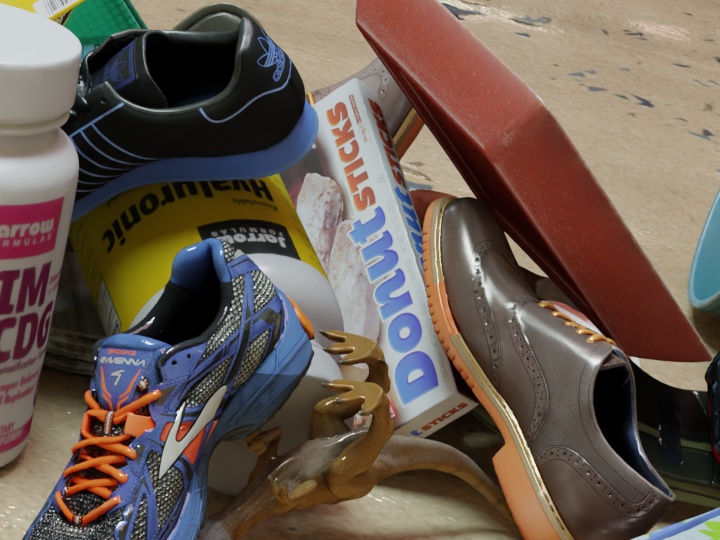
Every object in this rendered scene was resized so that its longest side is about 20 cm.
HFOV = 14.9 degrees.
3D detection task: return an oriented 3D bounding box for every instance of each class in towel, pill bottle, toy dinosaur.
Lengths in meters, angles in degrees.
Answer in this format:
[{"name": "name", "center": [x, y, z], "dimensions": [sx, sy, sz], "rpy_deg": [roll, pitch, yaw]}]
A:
[{"name": "towel", "center": [-0.188, 0.014, 1.431], "dimensions": [0.200, 0.024, 0.147], "rpy_deg": [10, 18, -14]}, {"name": "pill bottle", "center": [-0.072, 0.012, 1.340], "dimensions": [0.111, 0.111, 0.200], "rpy_deg": [2, 41, -28]}, {"name": "toy dinosaur", "center": [-0.003, 0.085, 1.259], "dimensions": [0.200, 0.106, 0.060], "rpy_deg": [-11, 39, -33]}, {"name": "pill bottle", "center": [-0.191, -0.017, 1.250], "dimensions": [0.113, 0.200, 0.113], "rpy_deg": [11, 20, -4]}]

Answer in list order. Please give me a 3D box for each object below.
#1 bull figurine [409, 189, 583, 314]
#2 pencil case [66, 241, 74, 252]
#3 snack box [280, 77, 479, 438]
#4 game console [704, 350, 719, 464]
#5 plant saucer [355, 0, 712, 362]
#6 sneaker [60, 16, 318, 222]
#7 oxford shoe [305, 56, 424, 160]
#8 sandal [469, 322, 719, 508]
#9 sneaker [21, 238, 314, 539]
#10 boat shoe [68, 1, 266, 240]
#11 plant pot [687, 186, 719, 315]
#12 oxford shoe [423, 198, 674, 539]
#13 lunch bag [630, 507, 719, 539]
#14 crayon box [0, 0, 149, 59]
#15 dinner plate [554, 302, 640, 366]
[{"name": "bull figurine", "center": [0.059, 0.008, 1.475], "dimensions": [0.121, 0.065, 0.200], "rpy_deg": [14, 22, -11]}, {"name": "pencil case", "center": [-0.228, -0.070, 1.543], "dimensions": [0.200, 0.083, 0.091], "rpy_deg": [15, 21, 6]}, {"name": "snack box", "center": [0.000, 0.000, 1.387], "dimensions": [0.024, 0.072, 0.200], "rpy_deg": [32, 33, -49]}, {"name": "game console", "center": [0.285, 0.069, 1.364], "dimensions": [0.200, 0.119, 0.172], "rpy_deg": [30, 20, -6]}, {"name": "plant saucer", "center": [0.077, -0.052, 1.377], "dimensions": [0.200, 0.037, 0.200], "rpy_deg": [52, -1, -39]}, {"name": "sneaker", "center": [-0.123, -0.074, 1.303], "dimensions": [0.200, 0.078, 0.070], "rpy_deg": [-13, 49, 14]}, {"name": "oxford shoe", "center": [-0.032, -0.068, 1.482], "dimensions": [0.073, 0.200, 0.071], "rpy_deg": [42, 10, -20]}, {"name": "sandal", "center": [0.132, 0.086, 1.392], "dimensions": [0.201, 0.057, 0.080], "rpy_deg": [24, 51, -13]}, {"name": "sneaker", "center": [-0.096, 0.065, 1.178], "dimensions": [0.075, 0.078, 0.200], "rpy_deg": [3, 47, 33]}, {"name": "boat shoe", "center": [-0.131, -0.066, 1.465], "dimensions": [0.200, 0.072, 0.068], "rpy_deg": [-31, -4, -3]}, {"name": "plant pot", "center": [0.325, -0.025, 1.635], "dimensions": [0.188, 0.200, 0.200], "rpy_deg": [27, 19, -6]}, {"name": "oxford shoe", "center": [0.091, 0.043, 1.302], "dimensions": [0.071, 0.073, 0.200], "rpy_deg": [15, 47, -56]}, {"name": "lunch bag", "center": [0.168, 0.168, 1.150], "dimensions": [0.161, 0.083, 0.200], "rpy_deg": [28, 25, 33]}, {"name": "crayon box", "center": [-0.205, -0.090, 1.412], "dimensions": [0.200, 0.058, 0.119], "rpy_deg": [-32, 24, -1]}, {"name": "dinner plate", "center": [0.056, 0.038, 1.517], "dimensions": [0.200, 0.024, 0.200], "rpy_deg": [11, 21, -4]}]
